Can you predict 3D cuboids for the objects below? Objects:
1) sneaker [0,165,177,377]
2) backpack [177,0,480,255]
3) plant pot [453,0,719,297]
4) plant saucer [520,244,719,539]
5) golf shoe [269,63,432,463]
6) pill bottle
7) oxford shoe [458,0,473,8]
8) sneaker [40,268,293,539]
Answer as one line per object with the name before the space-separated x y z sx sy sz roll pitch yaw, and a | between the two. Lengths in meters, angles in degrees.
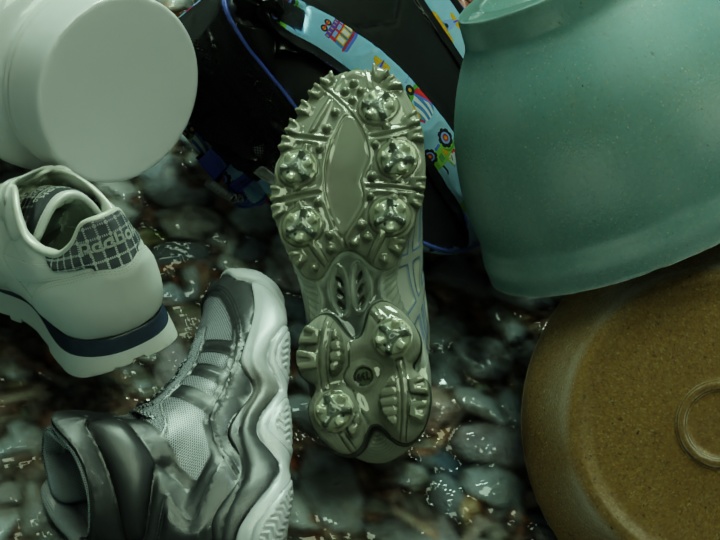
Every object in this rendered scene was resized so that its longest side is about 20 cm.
sneaker | -0.158 -0.019 0.915 0.076 0.081 0.200 -31 33 -27
backpack | -0.003 -0.093 1.036 0.200 0.135 0.183 50 44 -11
plant pot | 0.129 -0.094 0.926 0.200 0.134 0.200 -25 15 7
plant saucer | 0.173 0.074 0.879 0.200 0.200 0.035 28 4 14
golf shoe | 0.000 0.000 0.929 0.078 0.097 0.200 -2 75 8
pill bottle | -0.184 -0.118 0.975 0.114 0.114 0.200 -24 32 -35
oxford shoe | 0.048 -0.204 1.156 0.071 0.074 0.200 41 34 -44
sneaker | -0.093 0.069 0.878 0.114 0.076 0.200 6 43 -10
